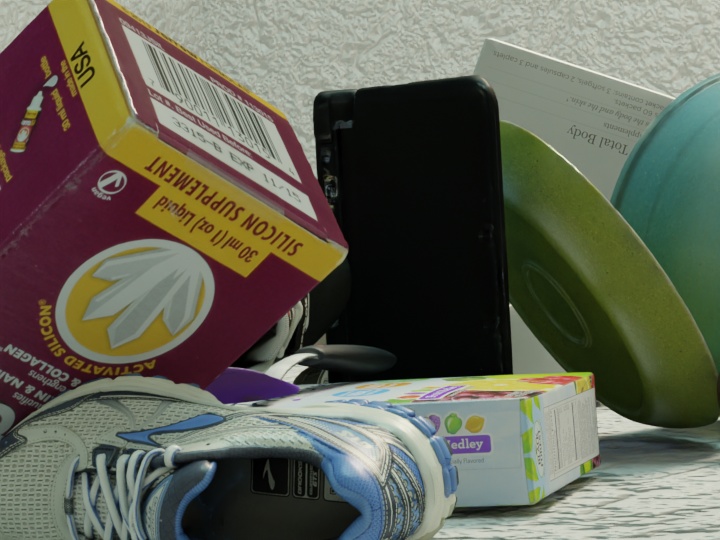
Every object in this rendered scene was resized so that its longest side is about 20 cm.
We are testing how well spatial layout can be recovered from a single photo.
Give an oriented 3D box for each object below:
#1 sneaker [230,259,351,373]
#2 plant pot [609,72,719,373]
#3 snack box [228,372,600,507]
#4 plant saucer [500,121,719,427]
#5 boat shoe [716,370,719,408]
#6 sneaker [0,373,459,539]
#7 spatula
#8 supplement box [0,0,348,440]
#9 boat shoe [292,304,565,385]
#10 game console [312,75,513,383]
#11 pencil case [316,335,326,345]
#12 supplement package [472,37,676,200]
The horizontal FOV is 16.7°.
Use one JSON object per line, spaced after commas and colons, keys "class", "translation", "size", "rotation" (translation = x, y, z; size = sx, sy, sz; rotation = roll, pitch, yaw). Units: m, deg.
{"class": "sneaker", "translation": [-0.054, 0.026, 1.197], "size": [0.088, 0.074, 0.200], "rotation": [-3, 12, 39]}
{"class": "plant pot", "translation": [0.267, 0.000, 1.349], "size": [0.200, 0.200, 0.188], "rotation": [-4, 15, -27]}
{"class": "snack box", "translation": [0.001, 0.081, 1.158], "size": [0.200, 0.053, 0.142], "rotation": [-4, 0, 18]}
{"class": "plant saucer", "translation": [0.115, 0.010, 1.306], "size": [0.031, 0.200, 0.200], "rotation": [-37, 9, -11]}
{"class": "boat shoe", "translation": [0.282, 0.063, 1.216], "size": [0.200, 0.072, 0.076], "rotation": [-11, 16, -4]}
{"class": "sneaker", "translation": [-0.069, 0.083, 0.942], "size": [0.200, 0.077, 0.085], "rotation": [-5, 8, 20]}
{"class": "spatula", "translation": [-0.031, 0.047, 1.139], "size": [0.056, 0.021, 0.200], "rotation": [-8, -1, 27]}
{"class": "supplement box", "translation": [-0.127, 0.000, 1.019], "size": [0.200, 0.103, 0.131], "rotation": [-43, -47, 18]}
{"class": "boat shoe", "translation": [0.050, 0.059, 1.526], "size": [0.200, 0.071, 0.064], "rotation": [-7, 4, -32]}
{"class": "game console", "translation": [0.041, 0.001, 1.311], "size": [0.116, 0.200, 0.176], "rotation": [-2, 1, 16]}
{"class": "pencil case", "translation": [0.000, 0.000, 1.461], "size": [0.200, 0.089, 0.078], "rotation": [-14, -18, 22]}
{"class": "supplement package", "translation": [0.123, -0.034, 1.650], "size": [0.152, 0.200, 0.151], "rotation": [18, 1, 2]}
